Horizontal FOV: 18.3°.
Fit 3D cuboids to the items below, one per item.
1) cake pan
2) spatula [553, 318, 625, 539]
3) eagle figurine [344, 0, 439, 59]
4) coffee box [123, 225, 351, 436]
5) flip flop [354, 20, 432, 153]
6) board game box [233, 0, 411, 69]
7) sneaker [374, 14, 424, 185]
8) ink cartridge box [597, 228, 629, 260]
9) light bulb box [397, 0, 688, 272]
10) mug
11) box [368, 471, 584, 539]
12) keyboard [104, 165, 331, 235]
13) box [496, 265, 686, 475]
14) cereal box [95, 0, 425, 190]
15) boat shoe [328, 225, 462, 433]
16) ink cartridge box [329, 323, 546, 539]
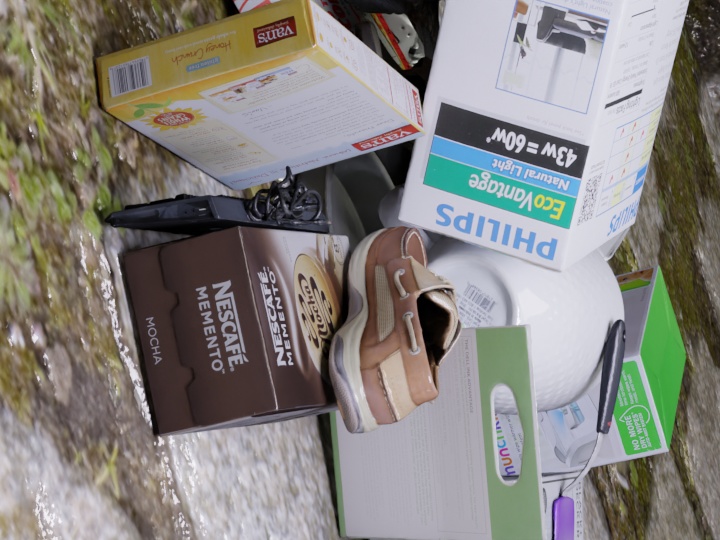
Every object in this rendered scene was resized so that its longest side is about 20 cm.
[{"bbox_3d":[0.000,0.000,1.670,0.200,0.037,0.201,-14,90,-72],"label":"cake pan"},{"bbox_3d":[0.171,0.134,1.666,0.056,0.020,0.201,16,91,-70],"label":"spatula"},{"bbox_3d":[0.023,-0.244,1.652,0.152,0.199,0.151,92,22,-56],"label":"eagle figurine"},{"bbox_3d":[-0.063,0.037,1.387,0.200,0.079,0.114,1,76,-72],"label":"coffee box"},{"bbox_3d":[0.049,-0.117,1.604,0.200,0.057,0.081,47,27,-49],"label":"flip flop"},{"bbox_3d":[-0.025,-0.172,1.654,0.152,0.046,0.200,61,17,4],"label":"board game box"},{"bbox_3d":[0.025,-0.166,1.791,0.074,0.088,0.201,-63,138,-66],"label":"sneaker"},{"bbox_3d":[0.139,-0.080,1.969,0.200,0.085,0.145,52,20,0],"label":"ink cartridge box"},{"bbox_3d":[0.132,-0.126,1.539,0.198,0.124,0.201,-27,133,-65],"label":"light bulb box"},{"bbox_3d":[0.087,0.015,1.668,0.200,0.148,0.175,49,15,16],"label":"mug"},{"bbox_3d":[0.090,0.185,1.668,0.200,0.116,0.060,8,78,-72],"label":"box"},{"bbox_3d":[-0.073,-0.043,1.373,0.200,0.104,0.040,2,84,-72],"label":"keyboard"},{"bbox_3d":[0.177,0.092,1.908,0.200,0.176,0.097,-59,134,-65],"label":"box"},{"bbox_3d":[-0.058,-0.108,1.408,0.200,0.143,0.040,31,46,-66],"label":"cereal box"},{"bbox_3d":[0.031,0.034,1.427,0.200,0.071,0.076,-79,152,-56],"label":"boat shoe"},{"bbox_3d":[0.059,0.107,1.495,0.048,0.199,0.146,-5,90,-44],"label":"ink cartridge box"}]
